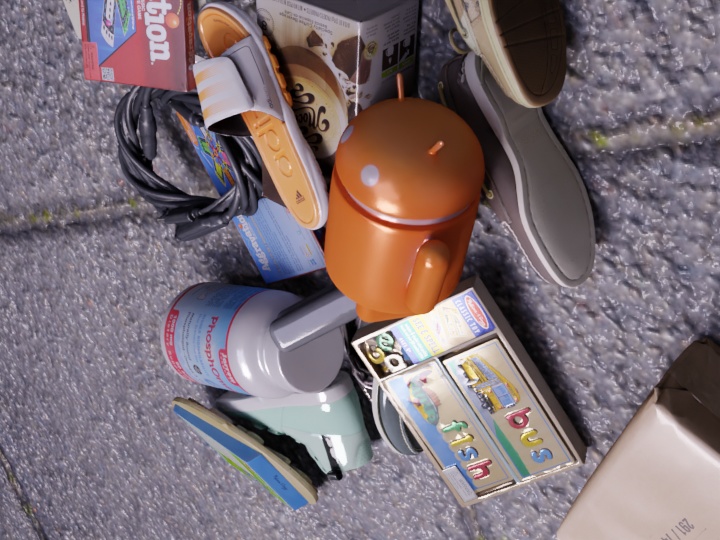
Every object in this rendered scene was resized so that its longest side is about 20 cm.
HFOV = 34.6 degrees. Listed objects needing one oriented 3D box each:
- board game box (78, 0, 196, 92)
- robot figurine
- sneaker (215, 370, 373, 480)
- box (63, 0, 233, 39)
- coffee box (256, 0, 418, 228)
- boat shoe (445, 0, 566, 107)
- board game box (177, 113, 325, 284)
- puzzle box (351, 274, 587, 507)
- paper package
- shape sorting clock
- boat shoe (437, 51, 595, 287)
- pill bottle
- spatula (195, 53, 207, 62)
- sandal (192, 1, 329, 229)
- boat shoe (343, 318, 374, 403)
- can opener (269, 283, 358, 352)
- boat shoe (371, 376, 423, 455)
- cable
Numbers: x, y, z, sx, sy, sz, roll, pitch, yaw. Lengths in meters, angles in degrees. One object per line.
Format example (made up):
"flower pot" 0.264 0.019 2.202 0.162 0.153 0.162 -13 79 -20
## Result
"board game box" -0.188 -0.253 0.956 0.102 0.019 0.201 9 115 17
"robot figurine" 0.031 -0.049 0.884 0.116 0.144 0.201 21 138 11
"sneaker" -0.073 0.174 1.251 0.200 0.074 0.119 -5 111 44
"box" -0.184 -0.264 1.047 0.199 0.082 0.069 -1 115 42
"coffee box" -0.021 -0.143 0.978 0.113 0.080 0.201 26 132 31
"boat shoe" 0.090 -0.211 0.842 0.063 0.073 0.201 -17 94 53
"board game box" -0.102 -0.086 1.129 0.103 0.019 0.201 -15 106 46
"puzzle box" 0.098 0.113 1.033 0.133 0.025 0.201 -26 107 27
"paper package" 0.282 0.189 0.910 0.190 0.103 0.201 39 136 17
"shape sorting clock" -0.129 0.202 1.308 0.199 0.039 0.200 36 164 11
"boat shoe" 0.121 -0.078 0.902 0.059 0.072 0.201 -15 103 53
"pill bottle" -0.110 0.071 1.171 0.199 0.109 0.109 4 120 50
"spatula" -0.136 -0.186 1.036 0.199 0.021 0.057 21 124 -15
"sandal" -0.092 -0.123 0.949 0.079 0.059 0.208 -27 90 58
"boat shoe" 0.006 0.064 1.115 0.067 0.057 0.201 16 127 35
"can opener" 0.000 0.000 1.016 0.199 0.053 0.067 -28 99 18
"boat shoe" 0.055 0.096 1.081 0.062 0.073 0.201 19 124 37
"cable" -0.161 -0.117 1.109 0.199 0.051 0.164 -19 98 50
